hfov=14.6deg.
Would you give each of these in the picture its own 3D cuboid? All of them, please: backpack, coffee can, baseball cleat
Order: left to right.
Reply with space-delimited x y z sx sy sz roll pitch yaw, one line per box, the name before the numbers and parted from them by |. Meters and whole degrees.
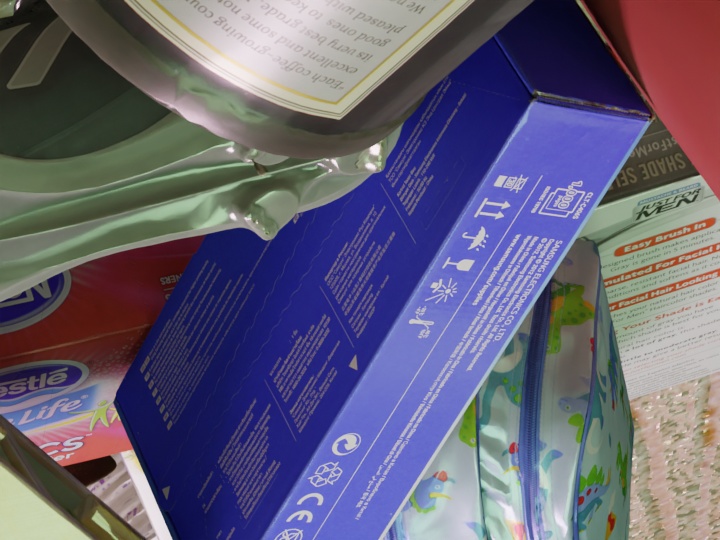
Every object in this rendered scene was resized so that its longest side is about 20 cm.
baseball cleat | -0.092 -0.040 0.731 0.199 0.107 0.070 -8 134 -22
coffee can | 0.021 -0.140 0.646 0.146 0.147 0.200 5 146 -45
backpack | 0.036 0.070 0.996 0.153 0.163 0.200 -10 131 26

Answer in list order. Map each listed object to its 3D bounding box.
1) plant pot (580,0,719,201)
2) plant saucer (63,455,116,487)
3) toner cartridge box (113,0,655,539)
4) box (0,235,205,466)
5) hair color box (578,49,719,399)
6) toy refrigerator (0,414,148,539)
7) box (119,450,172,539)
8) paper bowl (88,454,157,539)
plant pot | 0.143 -0.099 0.744 0.200 0.177 0.201 -18 130 -23
plant saucer | -0.187 0.075 0.995 0.200 0.037 0.200 -12 -178 1
toner cartridge box | 0.000 0.000 0.798 0.043 0.095 0.200 8 128 -34
box | -0.126 0.007 0.898 0.199 0.100 0.096 -12 155 -18
hair color box | 0.104 -0.014 1.086 0.111 0.064 0.200 -17 157 -5
toy refrigerator | -0.131 0.059 0.798 0.070 0.076 0.200 -45 119 -1
box | -0.063 0.075 1.048 0.039 0.041 0.200 -18 125 3
paper bowl | -0.021 0.106 1.191 0.200 0.105 0.201 -18 155 -9
